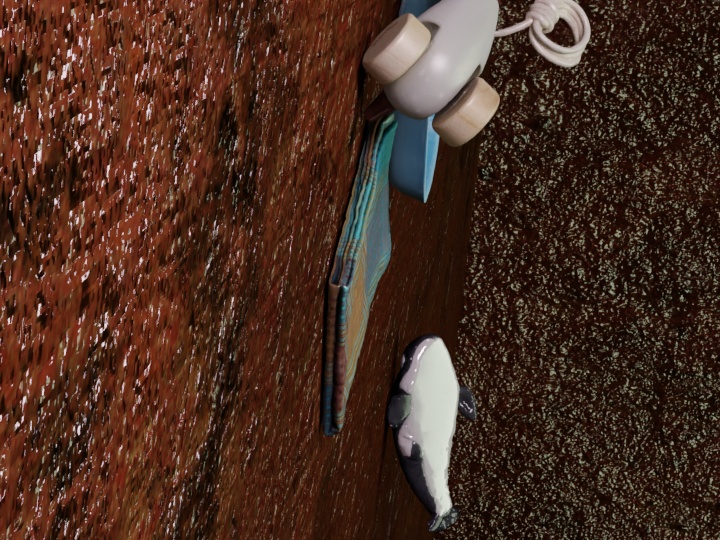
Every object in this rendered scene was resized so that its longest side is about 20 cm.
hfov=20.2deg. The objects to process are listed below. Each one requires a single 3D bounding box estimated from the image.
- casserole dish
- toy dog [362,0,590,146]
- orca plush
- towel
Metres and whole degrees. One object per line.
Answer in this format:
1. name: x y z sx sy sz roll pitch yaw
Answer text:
1. casserole dish: 0.046 -0.147 1.641 0.201 0.039 0.122 93 7 -48
2. toy dog: 0.060 -0.165 1.429 0.200 0.096 0.132 -37 100 -42
3. orca plush: 0.065 0.164 2.096 0.071 0.105 0.201 7 -62 58
4. towel: 0.000 0.000 1.446 0.201 0.022 0.147 -76 171 -49
